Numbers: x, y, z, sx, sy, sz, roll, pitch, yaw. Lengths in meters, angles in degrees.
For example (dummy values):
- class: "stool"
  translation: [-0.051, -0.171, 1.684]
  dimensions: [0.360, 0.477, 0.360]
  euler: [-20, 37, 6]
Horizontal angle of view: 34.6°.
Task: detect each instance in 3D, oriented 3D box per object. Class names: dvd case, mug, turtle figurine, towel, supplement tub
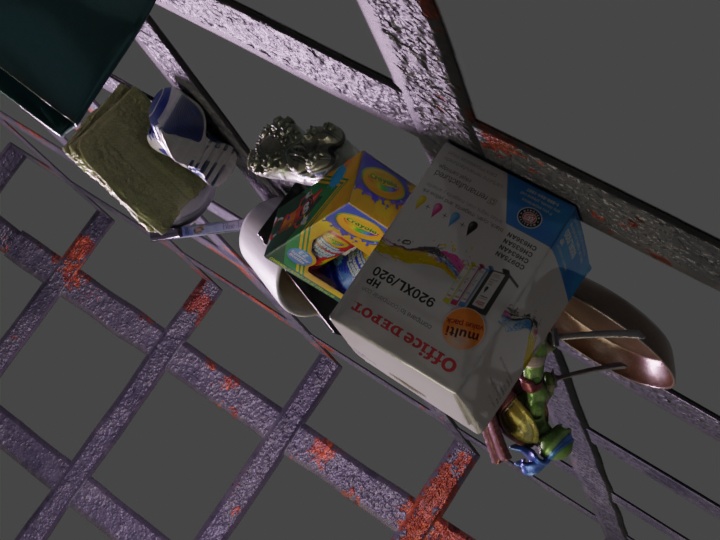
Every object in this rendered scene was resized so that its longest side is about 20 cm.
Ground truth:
- class: "dvd case"
  translation: [-0.217, -0.068, 1.826]
  dimensions: [0.199, 0.018, 0.142]
  euler: [-9, -177, -28]
- class: "mug"
  translation: [-0.094, -0.023, 1.708]
  dimensions: [0.153, 0.149, 0.187]
  euler: [37, 167, 42]
- class: "turtle figurine"
  translation: [0.169, 0.087, 1.196]
  dimensions: [0.193, 0.201, 0.144]
  euler: [37, -166, 15]
- class: "towel"
  translation: [-0.327, -0.167, 1.727]
  dimensions: [0.200, 0.149, 0.036]
  euler: [43, 168, -10]
- class: "supplement tub"
  translation: [-0.306, -0.137, 1.859]
  dimensions: [0.140, 0.141, 0.200]
  euler: [36, 170, -8]

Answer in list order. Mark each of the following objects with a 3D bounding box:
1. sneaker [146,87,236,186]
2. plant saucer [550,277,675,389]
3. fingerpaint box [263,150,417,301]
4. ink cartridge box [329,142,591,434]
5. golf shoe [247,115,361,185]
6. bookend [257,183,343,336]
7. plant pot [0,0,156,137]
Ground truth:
- class: "sneaker"
  translation: [-0.264, -0.193, 1.633]
  dimensions: [0.115, 0.081, 0.199]
  euler: [28, 170, 24]
- class: "plant saucer"
  translation: [0.250, 0.055, 1.221]
  dimensions: [0.200, 0.035, 0.200]
  euler: [34, 171, 6]
- class: "fingerpaint box"
  translation: [0.025, -0.020, 1.247]
  dimensions: [0.199, 0.074, 0.166]
  euler: [32, 144, -24]
- class: "ink cartridge box"
  translation: [0.096, 0.020, 1.078]
  dimensions: [0.147, 0.201, 0.145]
  euler: [30, 169, 24]
- class: "golf shoe"
  translation: [-0.058, -0.120, 1.321]
  dimensions: [0.097, 0.079, 0.200]
  euler: [34, 173, -33]
- class: "bookend"
  translation: [0.000, 0.000, 1.517]
  dimensions: [0.198, 0.092, 0.200]
  euler: [18, -154, -52]
- class: "plant pot"
  translation: [-0.253, -0.243, 1.007]
  dimensions: [0.141, 0.201, 0.141]
  euler: [37, 170, -17]
